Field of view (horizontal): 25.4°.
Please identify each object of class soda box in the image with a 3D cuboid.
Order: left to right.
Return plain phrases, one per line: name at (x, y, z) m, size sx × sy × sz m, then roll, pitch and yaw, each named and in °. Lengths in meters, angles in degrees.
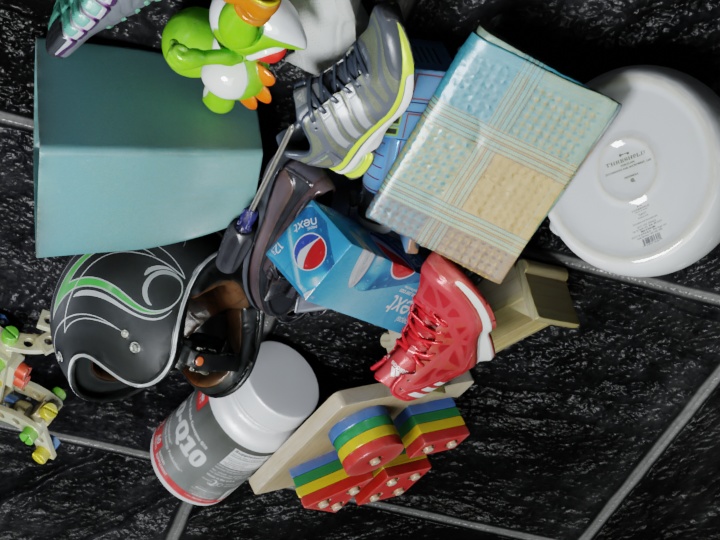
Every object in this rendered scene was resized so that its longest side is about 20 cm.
soda box at (0.000, 0.000, 1.475) m, size 0.068 × 0.064 × 0.200 m, roll -49°, pitch 153°, yaw 11°

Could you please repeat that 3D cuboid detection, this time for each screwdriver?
screwdriver at (-0.089, -0.065, 1.419) m, size 0.028 × 0.029 × 0.201 m, roll 37°, pitch 132°, yaw 6°

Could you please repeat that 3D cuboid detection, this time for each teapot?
teapot at (0.267, -0.088, 1.429) m, size 0.146 × 0.199 × 0.199 m, roll 0°, pitch 114°, yaw -58°

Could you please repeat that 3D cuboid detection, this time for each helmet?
helmet at (-0.208, 0.039, 1.563) m, size 0.189 × 0.201 × 0.201 m, roll 11°, pitch 146°, yaw 31°

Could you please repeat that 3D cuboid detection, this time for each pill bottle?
pill bottle at (-0.139, 0.168, 1.768) m, size 0.113 × 0.115 × 0.200 m, roll 25°, pitch 134°, yaw -24°

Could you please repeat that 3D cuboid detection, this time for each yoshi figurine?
yoshi figurine at (-0.118, -0.207, 1.330) m, size 0.111 × 0.113 × 0.200 m, roll -11°, pitch 157°, yaw -22°

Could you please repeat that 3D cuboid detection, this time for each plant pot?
plant pot at (-0.193, -0.110, 1.441) m, size 0.197 × 0.142 × 0.142 m, roll -1°, pitch 141°, yaw -13°

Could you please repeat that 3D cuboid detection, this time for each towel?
towel at (0.112, -0.097, 1.380) m, size 0.146 × 0.022 × 0.201 m, roll 26°, pitch 116°, yaw -12°

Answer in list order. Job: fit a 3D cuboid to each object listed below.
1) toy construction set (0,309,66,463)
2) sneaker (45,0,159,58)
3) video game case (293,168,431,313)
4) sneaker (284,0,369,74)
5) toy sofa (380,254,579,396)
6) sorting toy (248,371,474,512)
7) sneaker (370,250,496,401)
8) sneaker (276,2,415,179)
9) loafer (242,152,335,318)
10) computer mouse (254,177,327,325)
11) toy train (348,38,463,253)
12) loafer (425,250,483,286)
toy construction set at (-0.363, 0.113, 1.736) m, size 0.130 × 0.092 × 0.201 m, roll 32°, pitch 128°, yaw 4°
sneaker at (-0.190, -0.235, 1.345) m, size 0.087 × 0.075 × 0.200 m, roll 23°, pitch 135°, yaw -29°
video game case at (0.014, -0.039, 1.552) m, size 0.141 × 0.019 × 0.201 m, roll -6°, pitch 137°, yaw -19°
sneaker at (-0.041, -0.236, 1.341) m, size 0.087 × 0.076 × 0.201 m, roll 10°, pitch 141°, yaw 10°
toy sofa at (0.119, 0.047, 1.654) m, size 0.199 × 0.099 × 0.082 m, roll -31°, pitch 154°, yaw 32°
sorting toy at (0.011, 0.198, 1.758) m, size 0.197 × 0.070 × 0.200 m, roll -7°, pitch 151°, yaw -41°
sneaker at (0.063, 0.066, 1.500) m, size 0.115 × 0.078 × 0.201 m, roll -38°, pitch 148°, yaw -8°
sneaker at (-0.012, -0.147, 1.339) m, size 0.080 × 0.075 × 0.201 m, roll 0°, pitch 144°, yaw -22°
loafer at (-0.063, -0.023, 1.483) m, size 0.063 × 0.072 × 0.201 m, roll 39°, pitch 140°, yaw 27°
computer mouse at (-0.060, -0.037, 1.574) m, size 0.137 × 0.053 × 0.200 m, roll -27°, pitch 140°, yaw 6°
toy train at (0.056, -0.112, 1.432) m, size 0.113 × 0.087 × 0.202 m, roll 5°, pitch 121°, yaw -14°
loafer at (0.104, -0.023, 1.567) m, size 0.200 × 0.063 × 0.072 m, roll -46°, pitch 164°, yaw 30°
